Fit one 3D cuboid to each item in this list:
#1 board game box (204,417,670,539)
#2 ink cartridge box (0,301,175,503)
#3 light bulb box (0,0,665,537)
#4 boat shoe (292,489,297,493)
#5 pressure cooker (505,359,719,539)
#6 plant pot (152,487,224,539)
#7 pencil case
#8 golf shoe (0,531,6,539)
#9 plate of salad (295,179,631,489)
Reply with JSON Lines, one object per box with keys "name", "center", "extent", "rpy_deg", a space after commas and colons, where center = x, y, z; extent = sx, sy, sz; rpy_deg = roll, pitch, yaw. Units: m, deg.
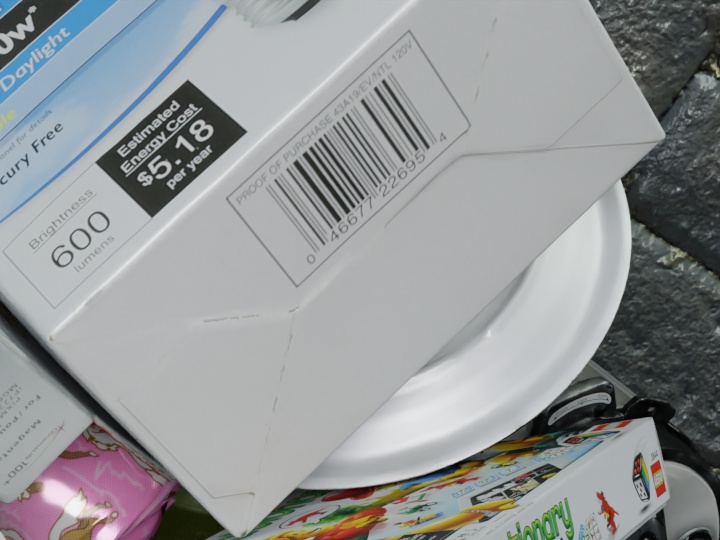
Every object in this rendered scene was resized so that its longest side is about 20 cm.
{"name": "board game box", "center": [0.012, 0.091, 0.766], "extent": [0.200, 0.126, 0.035], "rpy_deg": [-19, 97, -66]}
{"name": "ink cartridge box", "center": [-0.161, -0.004, 0.763], "extent": [0.200, 0.044, 0.174], "rpy_deg": [43, -6, 23]}
{"name": "light bulb box", "center": [-0.047, -0.057, 0.792], "extent": [0.200, 0.198, 0.125], "rpy_deg": [40, -9, 45]}
{"name": "boat shoe", "center": [-0.036, 0.123, 0.943], "extent": [0.202, 0.086, 0.075], "rpy_deg": [74, -11, -47]}
{"name": "pressure cooker", "center": [0.076, 0.121, 1.129], "extent": [0.200, 0.179, 0.176], "rpy_deg": [40, 3, 42]}
{"name": "plant pot", "center": [-0.077, 0.025, 1.059], "extent": [0.200, 0.200, 0.193], "rpy_deg": [33, 18, -31]}
{"name": "pencil case", "center": [-0.158, 0.041, 0.845], "extent": [0.200, 0.083, 0.087], "rpy_deg": [35, -30, 0]}
{"name": "golf shoe", "center": [-0.156, 0.071, 0.670], "extent": [0.200, 0.073, 0.092], "rpy_deg": [46, 0, 2]}
{"name": "plate of salad", "center": [0.000, 0.000, 0.864], "extent": [0.200, 0.200, 0.048], "rpy_deg": [40, -21, 35]}
